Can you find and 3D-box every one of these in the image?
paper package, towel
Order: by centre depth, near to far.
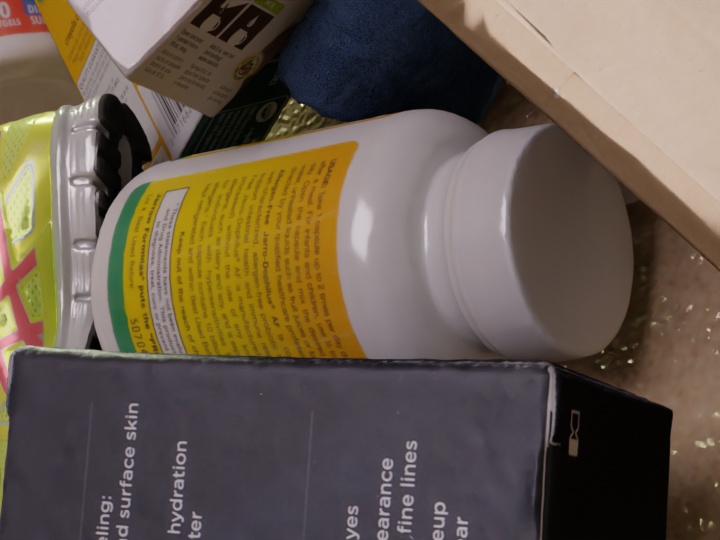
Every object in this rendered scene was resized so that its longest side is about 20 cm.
[{"bbox_3d":[0.113,-0.067,0.590,0.191,0.200,0.104,44,100,20],"label":"paper package"},{"bbox_3d":[0.056,-0.135,0.746,0.049,0.111,0.200,53,121,22],"label":"towel"}]

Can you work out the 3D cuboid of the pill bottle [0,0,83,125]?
[{"bbox_3d":[-0.199,-0.161,0.992,0.112,0.112,0.202,-31,65,25],"label":"pill bottle"}]

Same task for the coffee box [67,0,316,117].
[{"bbox_3d":[-0.033,-0.173,0.746,0.200,0.080,0.113,-43,70,13],"label":"coffee box"}]

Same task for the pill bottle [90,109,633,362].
[{"bbox_3d":[0.000,0.000,0.753,0.199,0.112,0.114,-9,62,39],"label":"pill bottle"}]

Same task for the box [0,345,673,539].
[{"bbox_3d":[-0.012,0.131,0.630,0.198,0.117,0.199,1,81,27],"label":"box"}]

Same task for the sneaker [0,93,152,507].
[{"bbox_3d":[-0.139,0.029,0.820,0.089,0.078,0.202,-2,75,16],"label":"sneaker"}]

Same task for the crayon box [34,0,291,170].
[{"bbox_3d":[-0.100,-0.141,0.876,0.201,0.051,0.126,62,146,17],"label":"crayon box"}]

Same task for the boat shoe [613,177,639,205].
[{"bbox_3d":[0.129,-0.119,0.734,0.201,0.068,0.072,-53,44,5],"label":"boat shoe"}]
